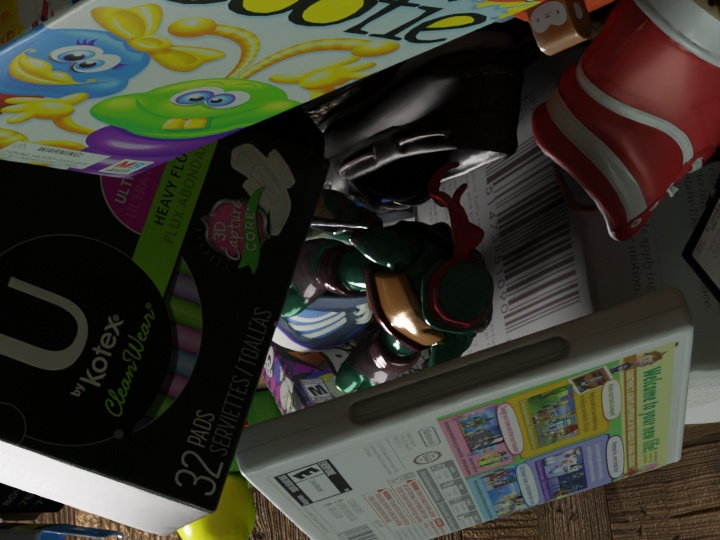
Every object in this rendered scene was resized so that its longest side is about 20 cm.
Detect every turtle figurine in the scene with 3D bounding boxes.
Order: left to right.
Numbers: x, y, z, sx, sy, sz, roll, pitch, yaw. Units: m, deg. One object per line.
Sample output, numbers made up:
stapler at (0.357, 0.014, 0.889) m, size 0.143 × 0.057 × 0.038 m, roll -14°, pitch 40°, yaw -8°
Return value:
turtle figurine at (0.016, 0.021, 0.696) m, size 0.100 × 0.151 × 0.200 m, roll -21°, pitch -178°, yaw -15°

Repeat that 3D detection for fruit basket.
fruit basket at (-0.167, 0.249, 1.644) m, size 0.213 × 0.218 × 0.156 m, roll -6°, pitch 167°, yaw -3°

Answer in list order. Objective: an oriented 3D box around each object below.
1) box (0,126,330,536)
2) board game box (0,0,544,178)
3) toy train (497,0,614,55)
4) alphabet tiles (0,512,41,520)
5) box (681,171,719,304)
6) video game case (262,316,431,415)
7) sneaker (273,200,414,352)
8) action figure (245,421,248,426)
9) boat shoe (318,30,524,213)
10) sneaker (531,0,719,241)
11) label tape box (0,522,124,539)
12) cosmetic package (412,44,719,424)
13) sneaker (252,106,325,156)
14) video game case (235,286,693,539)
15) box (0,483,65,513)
box at (-0.136, 0.001, 0.560) m, size 0.198 × 0.150 × 0.124 m, roll 21°, pitch 161°, yaw -10°
board game box at (-0.041, -0.105, 0.378) m, size 0.199 × 0.106 × 0.102 m, roll -16°, pitch 164°, yaw 40°
toy train at (0.007, -0.093, 0.567) m, size 0.199 × 0.056 × 0.150 m, roll -17°, pitch 163°, yaw 37°
alphabet tiles at (-0.308, 0.104, 1.018) m, size 0.015 × 0.200 × 0.195 m, roll -49°, pitch 154°, yaw 12°
box at (0.252, -0.064, 0.609) m, size 0.198 × 0.049 × 0.161 m, roll -7°, pitch 132°, yaw -28°
video game case at (0.022, 0.060, 1.038) m, size 0.198 × 0.036 × 0.182 m, roll -1°, pitch -150°, yaw -23°
sneaker at (0.000, 0.000, 0.906) m, size 0.145 × 0.081 × 0.200 m, roll -9°, pitch 162°, yaw 29°
action figure at (-0.065, 0.091, 1.250) m, size 0.065 × 0.100 × 0.200 m, roll -1°, pitch 169°, yaw -21°
boat shoe at (0.023, -0.058, 0.721) m, size 0.066 × 0.058 × 0.200 m, roll -1°, pitch 166°, yaw -22°
sneaker at (0.155, -0.064, 0.636) m, size 0.199 × 0.072 × 0.113 m, roll 14°, pitch 125°, yaw -44°
label tape box at (-0.265, 0.201, 0.950) m, size 0.198 × 0.067 × 0.143 m, roll 4°, pitch 171°, yaw -4°
cosmetic package at (0.154, -0.009, 0.758) m, size 0.198 × 0.167 × 0.165 m, roll 1°, pitch 164°, yaw -26°
sneaker at (-0.115, -0.051, 0.679) m, size 0.198 × 0.074 × 0.112 m, roll -12°, pitch 166°, yaw -15°
video game case at (0.055, 0.077, 0.624) m, size 0.180 × 0.022 × 0.200 m, roll -18°, pitch 156°, yaw 4°
box at (-0.243, 0.073, 0.923) m, size 0.148 × 0.105 × 0.199 m, roll -47°, pitch 152°, yaw 15°
